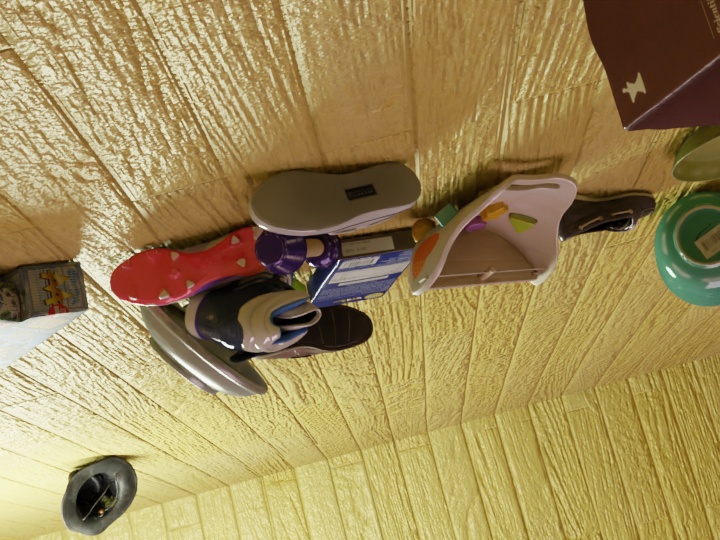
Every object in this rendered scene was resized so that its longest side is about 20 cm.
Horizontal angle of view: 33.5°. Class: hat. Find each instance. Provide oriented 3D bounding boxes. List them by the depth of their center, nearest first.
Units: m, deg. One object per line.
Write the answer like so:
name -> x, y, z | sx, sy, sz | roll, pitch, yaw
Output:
hat -> -0.572, 0.463, 2.545 | 0.200, 0.081, 0.203 | -30, 134, -36

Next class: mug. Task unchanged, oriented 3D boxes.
mug -> 0.499, -0.051, 1.712 | 0.150, 0.188, 0.114 | 6, 168, 19

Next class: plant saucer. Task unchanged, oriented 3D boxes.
plant saucer -> -0.202, 0.099, 1.461 | 0.050, 0.200, 0.200 | -51, 161, 0
plant saucer -> 0.477, -0.164, 1.478 | 0.197, 0.031, 0.200 | -15, 164, -4

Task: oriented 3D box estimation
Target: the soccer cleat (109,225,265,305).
soccer cleat -> -0.186, -0.002, 1.370 | 0.198, 0.068, 0.077 | -18, 169, -1

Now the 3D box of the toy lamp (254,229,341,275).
toy lamp -> -0.071, -0.025, 1.333 | 0.058, 0.059, 0.200 | -18, 178, 12

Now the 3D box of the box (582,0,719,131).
box -> 0.291, -0.215, 0.881 | 0.198, 0.168, 0.164 | -7, 163, -28

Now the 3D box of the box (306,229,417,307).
box -> 0.000, 0.000, 1.596 | 0.120, 0.033, 0.200 | -9, 162, -19

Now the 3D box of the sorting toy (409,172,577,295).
sorting toy -> 0.170, -0.060, 1.448 | 0.198, 0.108, 0.180 | -4, 154, -32

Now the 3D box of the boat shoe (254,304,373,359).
boat shoe -> -0.080, 0.093, 1.792 | 0.197, 0.073, 0.068 | -4, 168, -3

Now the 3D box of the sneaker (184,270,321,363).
sneaker -> -0.094, 0.042, 1.397 | 0.145, 0.082, 0.200 | 9, -159, 29

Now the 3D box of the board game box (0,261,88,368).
board game box -> -0.410, 0.046, 1.324 | 0.198, 0.062, 0.199 | -24, 162, 27

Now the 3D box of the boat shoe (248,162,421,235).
boat shoe -> -0.030, -0.065, 1.272 | 0.198, 0.074, 0.065 | -6, 158, -26

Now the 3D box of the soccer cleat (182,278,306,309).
soccer cleat -> -0.163, 0.059, 1.598 | 0.198, 0.068, 0.081 | -18, 177, 8

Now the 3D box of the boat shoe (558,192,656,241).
boat shoe -> 0.329, -0.068, 1.620 | 0.198, 0.058, 0.067 | -3, 161, -36
